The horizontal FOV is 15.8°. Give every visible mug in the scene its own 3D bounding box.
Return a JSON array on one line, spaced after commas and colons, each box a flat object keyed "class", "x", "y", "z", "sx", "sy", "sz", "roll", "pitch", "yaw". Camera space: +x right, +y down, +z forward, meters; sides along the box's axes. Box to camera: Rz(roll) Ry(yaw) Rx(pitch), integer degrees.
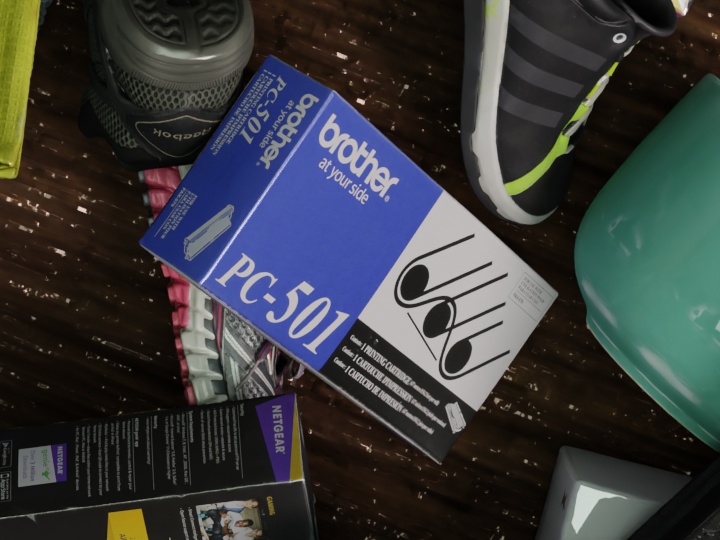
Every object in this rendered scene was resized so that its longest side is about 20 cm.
[{"class": "mug", "x": 0.177, "y": 0.019, "z": 1.106, "sx": 0.185, "sy": 0.152, "sz": 0.114, "roll": 42, "pitch": 99, "yaw": -7}]

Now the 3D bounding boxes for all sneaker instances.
[{"class": "sneaker", "x": 0.089, "y": -0.093, "z": 1.083, "sx": 0.082, "sy": 0.072, "sz": 0.201, "roll": 11, "pitch": 136, "yaw": 17}, {"class": "sneaker", "x": -0.047, "y": 0.018, "z": 1.138, "sx": 0.074, "sy": 0.081, "sz": 0.201, "roll": -11, "pitch": 99, "yaw": -1}, {"class": "sneaker", "x": -0.090, "y": -0.119, "z": 1.089, "sx": 0.076, "sy": 0.200, "sz": 0.115, "roll": -3, "pitch": 138, "yaw": -16}]

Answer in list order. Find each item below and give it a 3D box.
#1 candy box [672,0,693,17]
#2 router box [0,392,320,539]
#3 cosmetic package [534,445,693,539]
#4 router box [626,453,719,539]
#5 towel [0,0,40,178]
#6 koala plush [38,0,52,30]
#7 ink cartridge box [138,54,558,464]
[{"class": "candy box", "x": 0.127, "y": -0.229, "z": 1.111, "sx": 0.136, "sy": 0.061, "sz": 0.201, "roll": 28, "pitch": 98, "yaw": -5}, {"class": "router box", "x": -0.091, "y": 0.147, "z": 1.121, "sx": 0.156, "sy": 0.052, "sz": 0.201, "roll": -7, "pitch": 133, "yaw": 0}, {"class": "cosmetic package", "x": 0.175, "y": 0.156, "z": 1.168, "sx": 0.199, "sy": 0.071, "sz": 0.102, "roll": 15, "pitch": 100, "yaw": -4}, {"class": "router box", "x": 0.197, "y": 0.131, "z": 1.053, "sx": 0.149, "sy": 0.051, "sz": 0.200, "roll": 35, "pitch": 132, "yaw": -6}, {"class": "towel", "x": -0.220, "y": -0.085, "z": 0.955, "sx": 0.199, "sy": 0.018, "sz": 0.087, "roll": 6, "pitch": 79, "yaw": -1}, {"class": "koala plush", "x": -0.219, "y": -0.082, "z": 1.057, "sx": 0.176, "sy": 0.200, "sz": 0.185, "roll": 13, "pitch": 99, "yaw": -4}, {"class": "ink cartridge box", "x": 0.000, "y": 0.000, "z": 1.084, "sx": 0.094, "sy": 0.044, "sz": 0.200, "roll": -55, "pitch": 140, "yaw": -3}]
